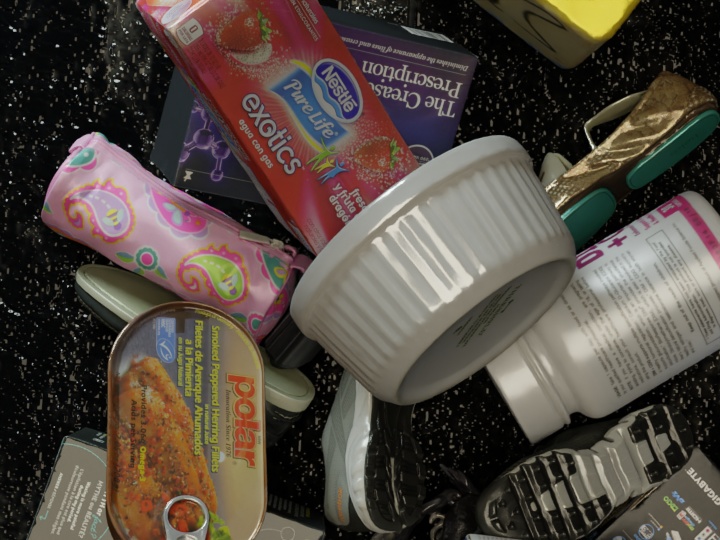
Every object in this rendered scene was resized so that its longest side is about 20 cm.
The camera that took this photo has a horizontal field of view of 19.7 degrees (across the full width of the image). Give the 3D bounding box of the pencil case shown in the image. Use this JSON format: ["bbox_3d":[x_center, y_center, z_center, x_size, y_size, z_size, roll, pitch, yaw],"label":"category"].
[{"bbox_3d":[-0.136,-0.024,1.536,0.200,0.087,0.088,30,91,1],"label":"pencil case"}]

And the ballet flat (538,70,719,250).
[{"bbox_3d":[0.178,-0.076,1.558,0.200,0.071,0.065,-39,63,-2],"label":"ballet flat"}]

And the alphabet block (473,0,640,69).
[{"bbox_3d":[0.145,-0.279,1.478,0.195,0.200,0.197,36,90,-1],"label":"alphabet block"}]

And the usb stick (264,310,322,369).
[{"bbox_3d":[0.000,0.000,1.499,0.033,0.055,0.200,52,121,18],"label":"usb stick"}]

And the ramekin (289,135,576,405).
[{"bbox_3d":[0.058,0.008,1.418,0.202,0.202,0.094,-38,72,0],"label":"ramekin"}]

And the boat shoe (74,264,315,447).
[{"bbox_3d":[-0.134,0.067,1.548,0.199,0.075,0.066,28,114,-1],"label":"boat shoe"}]

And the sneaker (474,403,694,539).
[{"bbox_3d":[0.148,0.155,1.508,0.200,0.090,0.067,-21,90,-37],"label":"sneaker"}]

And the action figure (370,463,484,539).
[{"bbox_3d":[0.050,0.224,1.538,0.200,0.102,0.119,-33,82,-26],"label":"action figure"}]

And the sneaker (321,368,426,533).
[{"bbox_3d":[0.005,0.097,1.535,0.074,0.079,0.200,24,63,-35],"label":"sneaker"}]

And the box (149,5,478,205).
[{"bbox_3d":[-0.034,-0.117,1.496,0.200,0.079,0.141,10,107,-22],"label":"box"}]

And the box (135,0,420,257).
[{"bbox_3d":[-0.052,-0.118,1.390,0.095,0.100,0.200,-36,115,-6],"label":"box"}]

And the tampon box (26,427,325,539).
[{"bbox_3d":[-0.141,0.219,1.520,0.200,0.126,0.150,21,89,-1],"label":"tampon box"}]

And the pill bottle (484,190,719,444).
[{"bbox_3d":[0.187,0.037,1.525,0.200,0.113,0.113,-31,91,0],"label":"pill bottle"}]

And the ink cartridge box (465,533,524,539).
[{"bbox_3d":[0.145,0.280,1.480,0.200,0.043,0.197,8,124,-14],"label":"ink cartridge box"}]

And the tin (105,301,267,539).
[{"bbox_3d":[-0.122,0.119,1.452,0.112,0.042,0.200,2,64,-6],"label":"tin"}]

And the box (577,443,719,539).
[{"bbox_3d":[0.244,0.266,1.561,0.198,0.050,0.200,-43,91,1],"label":"box"}]
